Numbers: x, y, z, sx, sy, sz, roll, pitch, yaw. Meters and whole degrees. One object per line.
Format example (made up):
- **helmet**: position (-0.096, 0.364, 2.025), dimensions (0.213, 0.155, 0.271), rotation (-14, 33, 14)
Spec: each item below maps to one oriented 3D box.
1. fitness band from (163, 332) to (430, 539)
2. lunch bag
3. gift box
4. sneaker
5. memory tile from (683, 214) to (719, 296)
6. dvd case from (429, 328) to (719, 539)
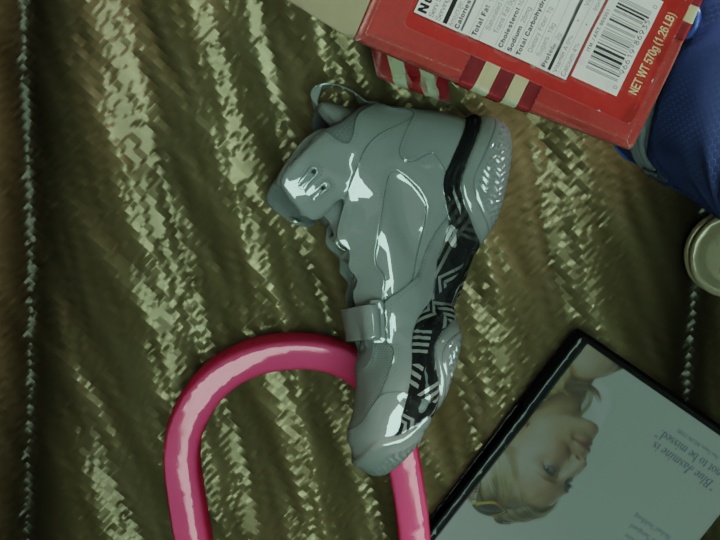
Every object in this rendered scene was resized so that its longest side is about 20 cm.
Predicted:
- **fitness band**: position (-0.034, 0.134, 0.892), dimensions (0.144, 0.037, 0.200), rotation (-8, 101, 0)
- **lunch bag**: position (0.223, -0.085, 0.802), dimensions (0.200, 0.132, 0.136), rotation (16, 104, -27)
- **gift box**: position (0.062, -0.165, 0.755), dimensions (0.200, 0.187, 0.185), rotation (23, 101, -33)
- **sneaker**: position (0.000, 0.000, 0.834), dimensions (0.115, 0.075, 0.200), rotation (19, 82, -8)
- **memory tile**: position (0.272, -0.070, 0.894), dimensions (0.153, 0.017, 0.200), rotation (11, 105, -10)
- **dvd case**: position (0.122, 0.150, 0.936), dimensions (0.143, 0.018, 0.200), rotation (34, 100, -16)
